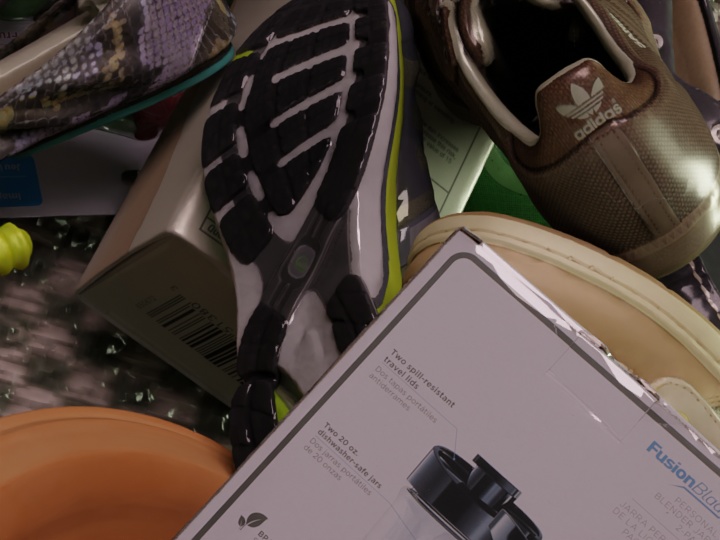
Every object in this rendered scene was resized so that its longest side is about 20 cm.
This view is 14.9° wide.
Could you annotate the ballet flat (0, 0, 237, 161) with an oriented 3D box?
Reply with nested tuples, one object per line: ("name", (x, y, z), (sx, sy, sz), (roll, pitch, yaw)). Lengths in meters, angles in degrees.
("ballet flat", (-0.139, -0.055, 0.923), (0.200, 0.072, 0.072), (-32, 61, -6))

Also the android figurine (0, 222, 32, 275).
("android figurine", (-0.189, 0.006, 0.778), (0.199, 0.041, 0.183), (-21, 72, -31))

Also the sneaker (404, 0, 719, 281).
("sneaker", (0.055, -0.076, 0.854), (0.070, 0.076, 0.200), (-34, 35, 0))

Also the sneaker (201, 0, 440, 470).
("sneaker", (0.000, 0.000, 0.870), (0.081, 0.074, 0.201), (33, 50, -51))

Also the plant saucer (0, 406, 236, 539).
("plant saucer", (-0.067, 0.132, 0.798), (0.199, 0.037, 0.201), (14, 63, -29))

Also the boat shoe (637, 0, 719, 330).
("boat shoe", (0.105, -0.037, 0.898), (0.060, 0.074, 0.200), (-27, 36, 13))

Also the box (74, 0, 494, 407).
("box", (-0.008, -0.054, 0.965), (0.095, 0.078, 0.200), (37, 58, -16))

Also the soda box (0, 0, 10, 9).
("soda box", (-0.160, -0.116, 0.948), (0.200, 0.070, 0.063), (-42, 65, 0))

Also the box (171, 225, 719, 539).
("box", (0.004, 0.103, 0.720), (0.117, 0.060, 0.200), (40, 83, 13))

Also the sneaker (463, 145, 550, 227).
("sneaker", (0.110, -0.010, 1.012), (0.200, 0.084, 0.074), (40, 49, 18))

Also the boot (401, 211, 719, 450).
("boot", (0.064, 0.095, 0.787), (0.200, 0.073, 0.156), (43, 60, -14))

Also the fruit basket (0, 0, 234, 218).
("fruit basket", (-0.084, -0.109, 1.028), (0.184, 0.094, 0.201), (-1, 54, -22))
